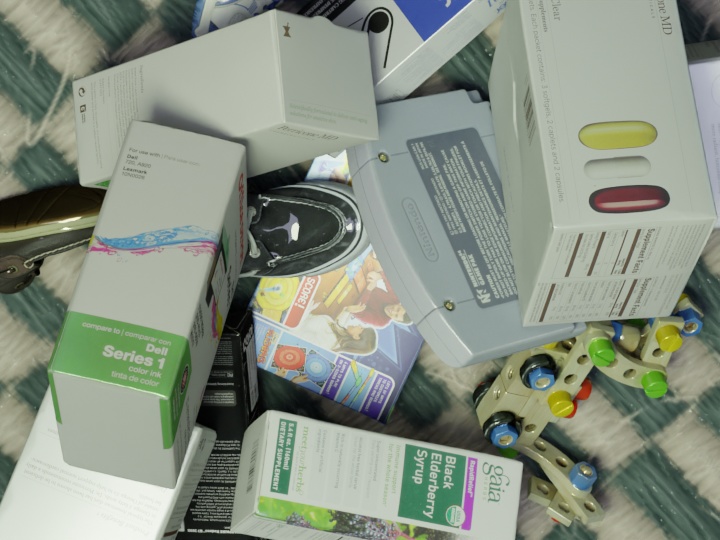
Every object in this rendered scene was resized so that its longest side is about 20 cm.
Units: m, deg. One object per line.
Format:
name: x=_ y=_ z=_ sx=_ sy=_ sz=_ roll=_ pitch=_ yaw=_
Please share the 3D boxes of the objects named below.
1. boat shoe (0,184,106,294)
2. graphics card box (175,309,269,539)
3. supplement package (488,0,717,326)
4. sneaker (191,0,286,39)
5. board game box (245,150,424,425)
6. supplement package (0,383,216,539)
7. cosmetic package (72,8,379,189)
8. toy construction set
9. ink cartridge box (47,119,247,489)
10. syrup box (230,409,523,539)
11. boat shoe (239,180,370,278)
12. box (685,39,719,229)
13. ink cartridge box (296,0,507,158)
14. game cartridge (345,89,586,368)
boat shoe: x=-0.269 y=-0.015 z=1.634 sx=0.200 sy=0.073 sz=0.065 roll=-10 pitch=113 yaw=19
graphics card box: x=-0.139 y=0.127 z=1.646 sx=0.125 sy=0.051 sz=0.200 roll=0 pitch=114 yaw=11
supplement package: x=0.162 y=-0.086 z=1.485 sx=0.111 sy=0.156 sz=0.200 roll=-4 pitch=65 yaw=-6
sneaker: x=-0.055 y=-0.226 z=1.559 sx=0.088 sy=0.075 sz=0.200 roll=25 pitch=105 yaw=1
board game box: x=0.000 y=0.000 z=1.631 sx=0.135 sy=0.034 sz=0.200 roll=25 pitch=105 yaw=-2
supplement package: x=-0.195 y=0.186 z=1.547 sx=0.117 sy=0.117 sz=0.200 roll=22 pitch=85 yaw=3
cosmetic package: x=-0.097 y=-0.115 z=1.524 sx=0.200 sy=0.108 sz=0.085 roll=-13 pitch=77 yaw=39
toy construction set: x=0.164 y=0.096 z=1.621 sx=0.131 sy=0.092 sz=0.200 roll=12 pitch=114 yaw=-24
ink cartridge box: x=-0.138 y=0.022 z=1.452 sx=0.084 sy=0.145 sz=0.200 roll=12 pitch=60 yaw=4
syrup box: x=0.013 y=0.166 z=1.584 sx=0.200 sy=0.081 sz=0.079 roll=13 pitch=70 yaw=-13
boat shoe: x=-0.089 y=-0.027 z=1.587 sx=0.200 sy=0.068 sz=0.072 roll=-1 pitch=94 yaw=23
box: x=0.323 y=-0.108 z=1.549 sx=0.200 sy=0.097 sz=0.124 roll=-7 pitch=103 yaw=7
ink cartridge box: x=0.023 y=-0.183 z=1.560 sx=0.200 sy=0.044 sz=0.094 roll=-40 pitch=63 yaw=12
game cartridge: x=0.069 y=-0.031 z=1.540 sx=0.133 sy=0.042 sz=0.200 roll=-14 pitch=73 yaw=-30
